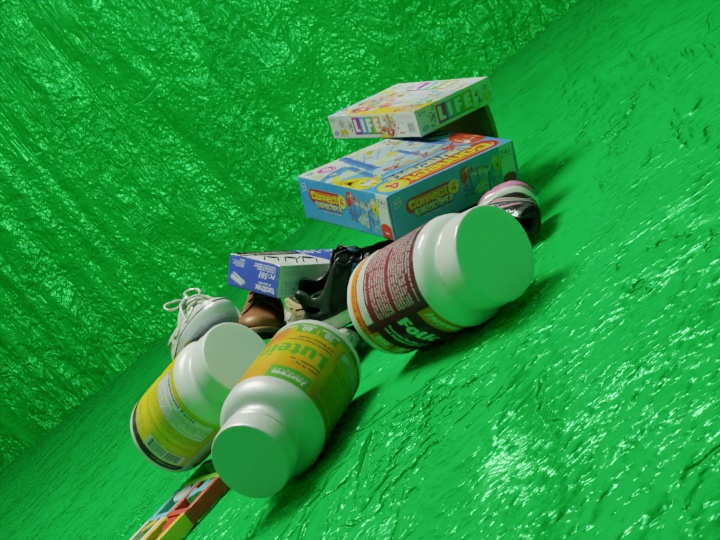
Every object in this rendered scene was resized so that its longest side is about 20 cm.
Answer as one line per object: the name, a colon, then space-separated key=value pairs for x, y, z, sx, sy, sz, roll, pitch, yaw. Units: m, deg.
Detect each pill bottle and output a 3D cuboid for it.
pill bottle: x=0.080 y=0.010 z=1.174 sx=0.114 sy=0.115 sz=0.199 roll=-45 pitch=9 yaw=-33
pill bottle: x=-0.078 y=0.143 z=1.189 sx=0.111 sy=0.111 sz=0.200 roll=-35 pitch=9 yaw=28
pill bottle: x=-0.192 y=0.154 z=1.403 sx=0.200 sy=0.114 sz=0.114 roll=-45 pitch=3 yaw=42

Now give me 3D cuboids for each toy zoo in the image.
toy zoo: x=-0.220 y=0.292 z=1.359 sx=0.200 sy=0.021 sz=0.131 roll=-45 pitch=9 yaw=-33

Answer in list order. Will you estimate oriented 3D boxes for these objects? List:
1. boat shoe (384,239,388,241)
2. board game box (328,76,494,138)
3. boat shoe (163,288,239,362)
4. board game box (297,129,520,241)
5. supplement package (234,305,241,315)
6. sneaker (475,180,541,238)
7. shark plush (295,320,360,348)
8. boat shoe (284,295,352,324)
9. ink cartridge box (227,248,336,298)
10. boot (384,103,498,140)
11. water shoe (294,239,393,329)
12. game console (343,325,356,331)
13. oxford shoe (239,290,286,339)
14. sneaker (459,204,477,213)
boat shoe: x=0.050 y=-0.003 z=1.542 sx=0.074 sy=0.067 sz=0.198 roll=3 pitch=17 yaw=40
board game box: x=0.065 y=-0.217 z=1.552 sx=0.134 sy=0.035 sz=0.199 roll=-29 pitch=20 yaw=-30
boat shoe: x=-0.208 y=0.062 z=1.457 sx=0.074 sy=0.087 sz=0.202 roll=-19 pitch=-17 yaw=-23
board game box: x=0.057 y=-0.111 z=1.416 sx=0.198 sy=0.057 sz=0.195 roll=-26 pitch=24 yaw=-29
supplement package: x=-0.217 y=0.152 z=1.784 sx=0.113 sy=0.110 sz=0.200 roll=-38 pitch=8 yaw=10
sneaker: x=0.121 y=-0.021 z=1.302 sx=0.200 sy=0.080 sz=0.087 roll=-44 pitch=17 yaw=12
shark plush: x=-0.073 y=0.154 z=1.415 sx=0.202 sy=0.090 sz=0.083 roll=-60 pitch=-14 yaw=6
boat shoe: x=-0.058 y=0.051 z=1.595 sx=0.072 sy=0.064 sz=0.200 roll=-9 pitch=-5 yaw=-22
ink cartridge box: x=-0.073 y=0.002 z=1.527 sx=0.093 sy=0.045 sz=0.199 roll=13 pitch=11 yaw=39
boot: x=0.105 y=-0.194 z=1.613 sx=0.142 sy=0.072 sz=0.201 roll=-19 pitch=15 yaw=-5
water shoe: x=0.000 y=0.000 z=1.399 sx=0.199 sy=0.079 sz=0.072 roll=-39 pitch=20 yaw=26
game console: x=-0.120 y=0.105 z=1.601 sx=0.200 sy=0.174 sz=0.118 roll=-23 pitch=46 yaw=65
oxford shoe: x=-0.134 y=0.056 z=1.504 sx=0.070 sy=0.072 sz=0.200 roll=-6 pitch=2 yaw=-1
sneaker: x=0.105 y=-0.019 z=1.434 sx=0.200 sy=0.060 sz=0.104 roll=-45 pitch=10 yaw=-10
